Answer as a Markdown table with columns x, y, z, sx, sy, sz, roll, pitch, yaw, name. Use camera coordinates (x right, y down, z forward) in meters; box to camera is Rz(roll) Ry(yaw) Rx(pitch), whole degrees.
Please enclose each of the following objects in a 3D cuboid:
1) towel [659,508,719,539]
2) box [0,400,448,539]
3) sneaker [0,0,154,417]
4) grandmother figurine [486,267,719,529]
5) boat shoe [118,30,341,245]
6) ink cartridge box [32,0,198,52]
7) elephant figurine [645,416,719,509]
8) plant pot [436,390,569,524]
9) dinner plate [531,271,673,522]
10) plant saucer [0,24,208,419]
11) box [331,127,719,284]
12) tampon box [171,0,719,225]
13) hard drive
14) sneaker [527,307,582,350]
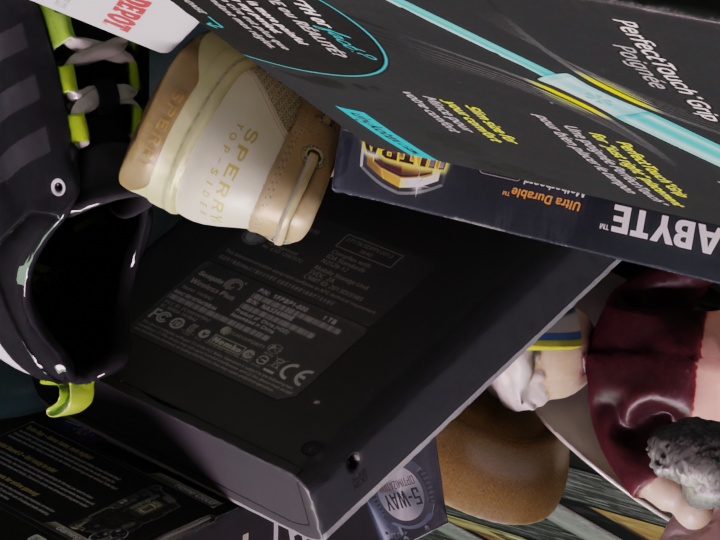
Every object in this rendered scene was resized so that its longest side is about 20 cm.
| x | y | z | sx | sy | sz | roll | pitch | yaw | name |
| --- | --- | --- | --- | --- | --- | --- | --- | --- | --- |
| 0.220 | 0.107 | 1.179 | 0.190 | 0.200 | 0.032 | 14 | 146 | 29 | towel |
| -0.092 | 0.074 | 1.055 | 0.160 | 0.044 | 0.200 | -23 | -154 | -33 | box |
| -0.086 | -0.051 | 0.951 | 0.071 | 0.201 | 0.083 | -10 | -152 | -37 | sneaker |
| 0.137 | 0.044 | 1.185 | 0.199 | 0.122 | 0.061 | 9 | 158 | 17 | grandmother figurine |
| -0.012 | -0.051 | 0.946 | 0.063 | 0.073 | 0.201 | 30 | -163 | 9 | boat shoe |
| -0.117 | -0.141 | 0.806 | 0.199 | 0.083 | 0.147 | 21 | 171 | -9 | ink cartridge box |
| 0.237 | 0.059 | 1.066 | 0.200 | 0.142 | 0.155 | 40 | -140 | 18 | elephant figurine |
| 0.018 | 0.023 | 1.243 | 0.200 | 0.028 | 0.200 | 36 | -159 | -16 | plant pot |
| 0.128 | 0.049 | 1.302 | 0.200 | 0.024 | 0.200 | 32 | -156 | -16 | dinner plate |
| -0.111 | -0.044 | 1.020 | 0.027 | 0.201 | 0.200 | 31 | 179 | 39 | plant saucer |
| 0.112 | -0.028 | 0.893 | 0.158 | 0.046 | 0.200 | 15 | -172 | 33 | box |
| 0.073 | -0.086 | 0.580 | 0.199 | 0.127 | 0.150 | 14 | 169 | 30 | tampon box |
| 0.000 | 0.000 | 1.025 | 0.139 | 0.200 | 0.033 | 22 | 141 | 38 | hard drive |
| 0.039 | -0.031 | 1.174 | 0.074 | 0.083 | 0.200 | -5 | -161 | -21 | sneaker |
